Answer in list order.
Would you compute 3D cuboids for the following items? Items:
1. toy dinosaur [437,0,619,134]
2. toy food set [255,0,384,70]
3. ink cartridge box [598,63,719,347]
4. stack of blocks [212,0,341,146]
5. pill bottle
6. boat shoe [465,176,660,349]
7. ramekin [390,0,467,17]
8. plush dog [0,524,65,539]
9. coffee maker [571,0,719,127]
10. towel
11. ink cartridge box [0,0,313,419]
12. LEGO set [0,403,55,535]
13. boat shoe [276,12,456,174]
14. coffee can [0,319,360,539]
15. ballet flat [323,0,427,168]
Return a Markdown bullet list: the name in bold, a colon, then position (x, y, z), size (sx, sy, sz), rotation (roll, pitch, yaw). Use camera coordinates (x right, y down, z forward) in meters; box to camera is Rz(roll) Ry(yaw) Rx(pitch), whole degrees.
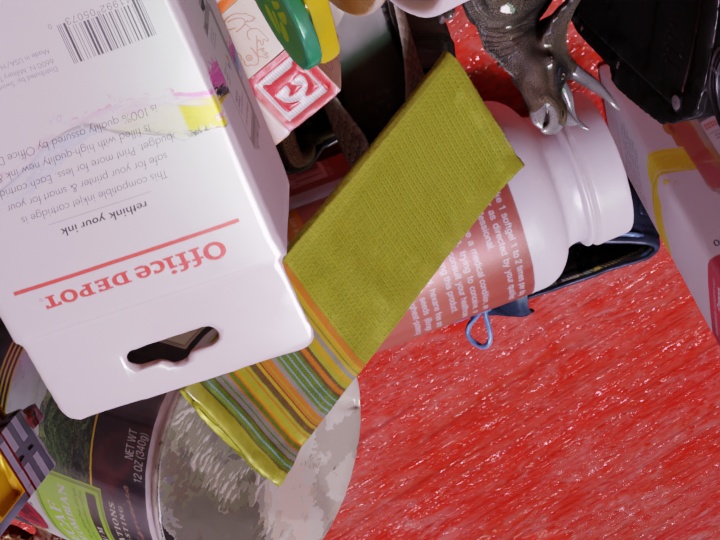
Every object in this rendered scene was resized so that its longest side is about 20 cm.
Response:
- **toy dinosaur**: position (0.075, -0.169, 0.775), size (0.102, 0.077, 0.202), rotation (-4, 111, -32)
- **toy food set**: position (-0.045, -0.174, 0.567), size (0.048, 0.198, 0.200), rotation (-29, 150, -10)
- **ink cartridge box**: position (0.238, -0.052, 0.912), size (0.144, 0.201, 0.084), rotation (-23, 144, 1)
- **stack of blocks**: position (-0.114, -0.117, 0.653), size (0.115, 0.059, 0.200), rotation (-37, 116, 19)
- **pill bottle**: position (0.045, -0.027, 0.909), size (0.199, 0.113, 0.112), rotation (-20, 147, -3)
- **boat shoe**: position (0.090, -0.005, 1.006), size (0.199, 0.069, 0.084), rotation (-26, 147, 4)
- **ramekin**: position (0.025, -0.204, 0.578), size (0.105, 0.201, 0.201), rotation (-29, 148, -9)
- **plush dog**: position (-0.148, 0.136, 1.006), size (0.159, 0.201, 0.173), rotation (18, 129, 4)
- **coffee maker**: position (0.226, -0.136, 0.789), size (0.198, 0.193, 0.135), rotation (-10, 150, -17)
- **towel**: position (0.000, 0.000, 0.748), size (0.200, 0.018, 0.086), rotation (-52, 138, -13)
- **ink cartridge box**: position (-0.100, -0.051, 0.620), size (0.116, 0.068, 0.201), rotation (-17, 119, 9)
- **LEGO set**: position (-0.223, 0.071, 0.654), size (0.199, 0.116, 0.154), rotation (-30, 104, 27)
- **boat shoe**: position (-0.044, -0.082, 0.820), size (0.199, 0.065, 0.073), rotation (-30, 147, 10)
- **coffee can**: position (-0.121, 0.069, 0.825), size (0.146, 0.199, 0.148), rotation (-18, 113, -49)
- **ballet flat**: position (-0.008, -0.117, 0.747), size (0.067, 0.046, 0.201), rotation (-21, 120, 0)
